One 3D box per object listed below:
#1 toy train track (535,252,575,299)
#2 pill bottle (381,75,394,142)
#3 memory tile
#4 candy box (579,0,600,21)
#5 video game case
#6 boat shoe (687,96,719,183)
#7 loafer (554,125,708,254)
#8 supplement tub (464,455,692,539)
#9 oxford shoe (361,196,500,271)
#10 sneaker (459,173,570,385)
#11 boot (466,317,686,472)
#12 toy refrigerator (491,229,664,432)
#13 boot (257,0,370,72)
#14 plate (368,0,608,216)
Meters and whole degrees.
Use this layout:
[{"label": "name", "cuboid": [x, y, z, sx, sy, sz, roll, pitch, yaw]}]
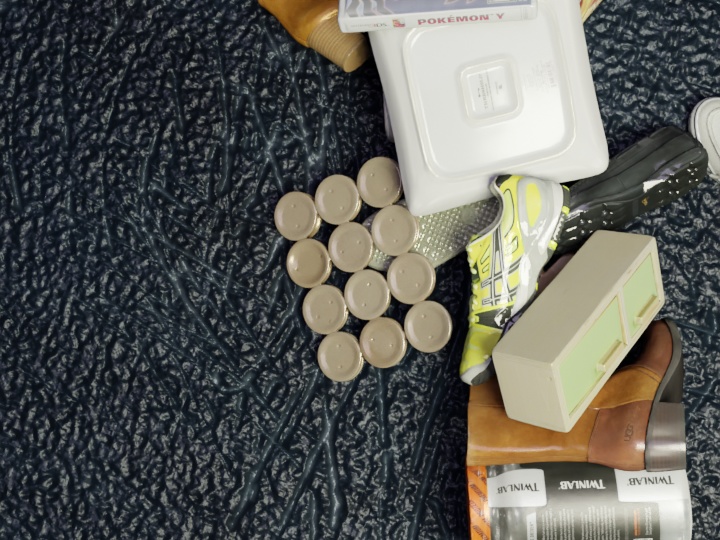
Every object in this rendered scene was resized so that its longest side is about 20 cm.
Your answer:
[{"label": "toy train track", "cuboid": [0.200, 0.060, 1.041, 0.114, 0.033, 0.201, -41, 88, -8]}, {"label": "pill bottle", "cuboid": [0.120, -0.189, 1.035, 0.196, 0.112, 0.115, -4, 83, 3]}, {"label": "memory tile", "cuboid": [0.000, 0.000, 1.048, 0.151, 0.017, 0.203, -21, 83, 21]}, {"label": "candy box", "cuboid": [0.172, -0.343, 1.055, 0.199, 0.056, 0.116, 38, 58, 7]}, {"label": "video game case", "cuboid": [0.073, -0.313, 0.970, 0.179, 0.023, 0.203, -2, 64, 11]}, {"label": "boat shoe", "cuboid": [0.394, -0.087, 1.013, 0.074, 0.086, 0.204, -29, 82, 0]}, {"label": "loafer", "cuboid": [0.248, -0.081, 1.034, 0.198, 0.069, 0.071, -28, 51, -7]}, {"label": "supplement tub", "cuboid": [0.198, 0.217, 0.974, 0.196, 0.123, 0.125, -3, 83, 3]}, {"label": "oxford shoe", "cuboid": [0.089, -0.047, 1.051, 0.197, 0.058, 0.076, -20, 87, 17]}, {"label": "sneaker", "cuboid": [0.127, 0.007, 0.972, 0.075, 0.075, 0.203, 20, 92, 1]}, {"label": "boot", "cuboid": [0.201, 0.114, 0.979, 0.196, 0.069, 0.190, -2, 43, 18]}, {"label": "toy refrigerator", "cuboid": [0.204, 0.050, 0.945, 0.069, 0.077, 0.200, 9, 38, 40]}, {"label": "boot", "cuboid": [0.001, -0.309, 1.083, 0.201, 0.071, 0.144, -42, 70, -12]}, {"label": "plate", "cuboid": [0.119, -0.167, 0.966, 0.196, 0.032, 0.203, -12, 98, 5]}]
